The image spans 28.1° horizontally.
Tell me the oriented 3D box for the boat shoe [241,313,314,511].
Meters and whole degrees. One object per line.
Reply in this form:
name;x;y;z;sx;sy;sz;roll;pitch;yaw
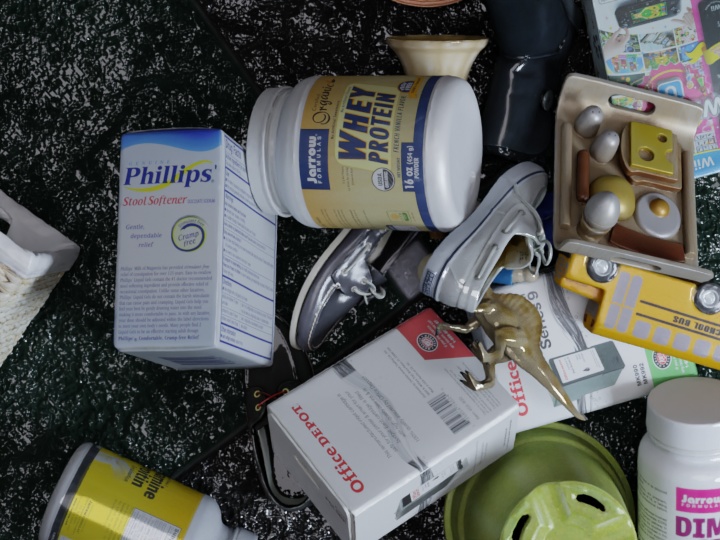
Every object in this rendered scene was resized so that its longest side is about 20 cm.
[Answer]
boat shoe;-0.079;0.141;1.443;0.073;0.063;0.204;-10;89;2

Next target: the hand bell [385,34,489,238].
hand bell;0.076;-0.133;1.446;0.103;0.104;0.203;0;103;-1

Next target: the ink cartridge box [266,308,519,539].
ink cartridge box;0.030;0.151;1.375;0.199;0.083;0.147;-29;57;-21

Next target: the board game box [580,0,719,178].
board game box;0.311;-0.193;1.430;0.146;0.064;0.202;-14;103;-1

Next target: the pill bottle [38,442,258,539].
pill bottle;-0.206;0.258;1.414;0.198;0.112;0.113;24;90;-2

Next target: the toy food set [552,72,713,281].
toy food set;0.256;-0.089;1.337;0.142;0.061;0.202;12;57;-8

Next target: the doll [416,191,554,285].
doll;0.148;-0.029;1.426;0.198;0.137;0.049;-21;131;-6

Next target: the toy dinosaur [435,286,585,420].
toy dinosaur;0.137;0.066;1.338;0.101;0.058;0.201;-29;78;-33

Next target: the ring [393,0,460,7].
ring;0.067;-0.369;1.465;0.198;0.019;0.203;0;91;-1

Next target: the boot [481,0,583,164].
boot;0.151;-0.193;1.386;0.076;0.200;0.170;13;87;26

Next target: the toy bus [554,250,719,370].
toy bus;0.280;0.034;1.361;0.198;0.065;0.079;16;97;-4

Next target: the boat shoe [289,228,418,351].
boat shoe;0.000;0.000;1.431;0.062;0.073;0.201;30;85;23

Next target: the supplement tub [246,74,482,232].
supplement tub;0.005;-0.111;1.359;0.198;0.144;0.146;2;90;19

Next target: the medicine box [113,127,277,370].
medicine box;-0.151;-0.015;1.359;0.102;0.182;0.203;-2;80;12

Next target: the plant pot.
plant pot;0.185;0.256;1.386;0.198;0.184;0.203;0;91;-1

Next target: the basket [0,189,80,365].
basket;-0.403;-0.009;1.371;0.197;0.200;0.162;35;95;-1

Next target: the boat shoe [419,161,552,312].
boat shoe;0.141;-0.026;1.336;0.086;0.202;0.075;29;134;19

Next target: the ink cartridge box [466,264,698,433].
ink cartridge box;0.217;0.066;1.435;0.198;0.084;0.148;-17;92;-1

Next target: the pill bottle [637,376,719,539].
pill bottle;0.325;0.214;1.392;0.112;0.114;0.202;-6;113;-1
